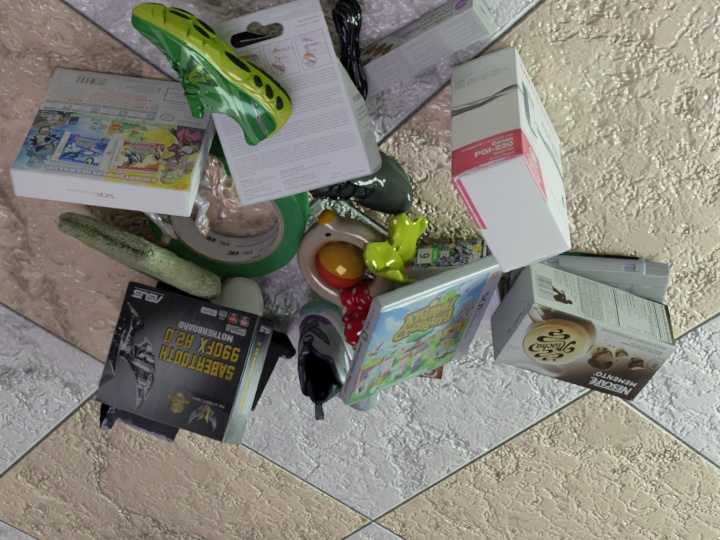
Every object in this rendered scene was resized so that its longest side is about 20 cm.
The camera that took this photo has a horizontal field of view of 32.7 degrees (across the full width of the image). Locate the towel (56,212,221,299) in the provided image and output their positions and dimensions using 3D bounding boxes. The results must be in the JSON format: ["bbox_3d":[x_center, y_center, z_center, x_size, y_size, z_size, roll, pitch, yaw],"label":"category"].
[{"bbox_3d":[-0.277,-0.021,1.529,0.199,0.037,0.148,20,172,41],"label":"towel"}]

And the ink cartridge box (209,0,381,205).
[{"bbox_3d":[-0.082,-0.184,1.338,0.162,0.057,0.201,-12,103,18],"label":"ink cartridge box"}]

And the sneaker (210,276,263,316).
[{"bbox_3d":[-0.173,0.109,1.565,0.075,0.088,0.201,20,97,-14],"label":"sneaker"}]

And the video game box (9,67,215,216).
[{"bbox_3d":[-0.270,-0.147,1.384,0.199,0.183,0.047,7,135,2],"label":"video game box"}]

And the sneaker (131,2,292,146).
[{"bbox_3d":[-0.167,-0.205,1.287,0.200,0.074,0.084,39,111,-3],"label":"sneaker"}]

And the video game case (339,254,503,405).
[{"bbox_3d":[0.076,0.072,1.499,0.199,0.022,0.183,-19,145,-33],"label":"video game case"}]

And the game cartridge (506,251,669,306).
[{"bbox_3d":[0.288,0.032,1.578,0.198,0.039,0.130,4,130,4],"label":"game cartridge"}]

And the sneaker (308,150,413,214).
[{"bbox_3d":[-0.026,-0.111,1.446,0.199,0.091,0.076,27,127,-18],"label":"sneaker"}]

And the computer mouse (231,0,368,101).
[{"bbox_3d":[-0.090,-0.247,1.337,0.199,0.046,0.141,10,120,16],"label":"computer mouse"}]

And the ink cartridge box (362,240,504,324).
[{"bbox_3d":[0.081,0.021,1.587,0.199,0.051,0.109,-4,133,14],"label":"ink cartridge box"}]

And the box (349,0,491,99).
[{"bbox_3d":[0.050,-0.239,1.345,0.199,0.039,0.041,-25,126,29],"label":"box"}]

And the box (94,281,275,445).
[{"bbox_3d":[-0.219,0.112,1.521,0.199,0.159,0.048,14,174,26],"label":"box"}]

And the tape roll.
[{"bbox_3d":[-0.165,-0.077,1.530,0.199,0.048,0.201,4,134,4],"label":"tape roll"}]

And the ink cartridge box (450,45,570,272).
[{"bbox_3d":[0.160,-0.123,1.328,0.084,0.201,0.146,-19,129,18],"label":"ink cartridge box"}]

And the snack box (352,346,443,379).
[{"bbox_3d":[0.018,0.108,1.698,0.199,0.024,0.072,6,133,3],"label":"snack box"}]

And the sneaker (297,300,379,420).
[{"bbox_3d":[-0.037,0.153,1.633,0.077,0.140,0.200,-16,127,22],"label":"sneaker"}]

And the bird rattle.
[{"bbox_3d":[0.000,0.000,1.509,0.162,0.113,0.200,29,142,1],"label":"bird rattle"}]

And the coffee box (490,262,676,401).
[{"bbox_3d":[0.277,0.078,1.536,0.199,0.080,0.113,18,131,-14],"label":"coffee box"}]

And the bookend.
[{"bbox_3d":[-0.221,0.147,1.657,0.199,0.092,0.200,24,96,-15],"label":"bookend"}]

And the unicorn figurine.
[{"bbox_3d":[-0.243,-0.094,1.454,0.199,0.074,0.138,-22,123,9],"label":"unicorn figurine"}]
